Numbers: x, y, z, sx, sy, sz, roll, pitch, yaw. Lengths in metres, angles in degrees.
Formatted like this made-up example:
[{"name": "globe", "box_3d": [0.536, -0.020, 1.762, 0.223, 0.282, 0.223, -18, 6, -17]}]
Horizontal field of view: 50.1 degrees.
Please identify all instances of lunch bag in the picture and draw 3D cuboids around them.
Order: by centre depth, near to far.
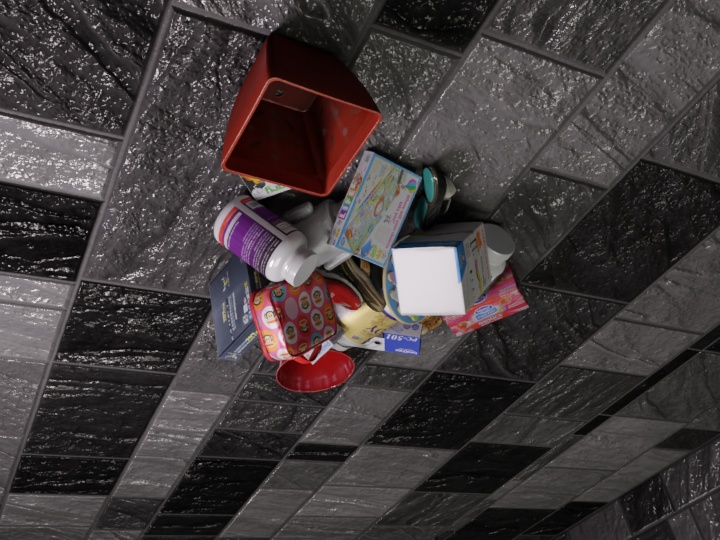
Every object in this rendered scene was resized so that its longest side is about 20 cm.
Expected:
[{"name": "lunch bag", "box_3d": [-0.128, 0.103, 1.575, 0.082, 0.176, 0.200, -16, -178, 32]}]

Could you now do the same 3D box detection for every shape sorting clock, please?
[{"name": "shape sorting clock", "box_3d": [0.116, 0.021, 1.721, 0.039, 0.200, 0.200, 2, 155, 37]}]

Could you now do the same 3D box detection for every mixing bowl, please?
[{"name": "mixing bowl", "box_3d": [-0.120, 0.214, 1.962, 0.200, 0.108, 0.200, -7, 142, -5]}]

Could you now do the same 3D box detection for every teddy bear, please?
[{"name": "teddy bear", "box_3d": [0.129, 0.104, 1.924, 0.145, 0.067, 0.200, -12, 142, 4]}]

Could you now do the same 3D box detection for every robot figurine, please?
[{"name": "robot figurine", "box_3d": [-0.089, -0.072, 1.598, 0.200, 0.113, 0.170, -29, 119, 21]}]

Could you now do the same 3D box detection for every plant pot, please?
[{"name": "plant pot", "box_3d": [-0.110, -0.271, 1.284, 0.200, 0.176, 0.200, 13, 135, -29]}]

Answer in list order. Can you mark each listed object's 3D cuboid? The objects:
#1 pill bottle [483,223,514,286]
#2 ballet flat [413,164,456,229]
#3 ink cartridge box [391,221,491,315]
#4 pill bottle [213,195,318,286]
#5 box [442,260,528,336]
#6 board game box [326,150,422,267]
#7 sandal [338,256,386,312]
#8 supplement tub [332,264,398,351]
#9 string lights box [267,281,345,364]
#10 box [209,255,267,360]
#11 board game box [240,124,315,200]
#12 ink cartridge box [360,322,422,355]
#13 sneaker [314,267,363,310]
[{"name": "pill bottle", "box_3d": [0.262, -0.009, 1.775, 0.116, 0.116, 0.200, 9, 137, -25]}, {"name": "ballet flat", "box_3d": [0.157, -0.158, 1.603, 0.068, 0.068, 0.200, -14, 154, -13]}, {"name": "ink cartridge box", "box_3d": [0.175, -0.007, 1.626, 0.145, 0.200, 0.147, -2, 107, 26]}, {"name": "pill bottle", "box_3d": [-0.184, -0.054, 1.515, 0.112, 0.200, 0.112, -48, 162, -21]}, {"name": "box", "box_3d": [0.299, 0.070, 1.903, 0.200, 0.096, 0.100, -24, 141, 15]}, {"name": "board game box", "box_3d": [0.029, -0.120, 1.536, 0.134, 0.034, 0.200, 22, 92, -36]}, {"name": "sandal", "box_3d": [0.000, 0.000, 1.686, 0.054, 0.200, 0.080, -36, 176, -19]}, {"name": "supplement tub", "box_3d": [0.005, 0.089, 1.805, 0.200, 0.145, 0.145, -35, 137, 27]}, {"name": "string lights box", "box_3d": [-0.141, 0.108, 1.758, 0.200, 0.059, 0.103, 45, 133, 1]}, {"name": "box", "box_3d": [-0.261, 0.070, 1.662, 0.051, 0.200, 0.158, 15, 136, -36]}, {"name": "board game box", "box_3d": [-0.135, -0.214, 1.467, 0.200, 0.035, 0.126, -19, 143, 8]}, {"name": "ink cartridge box", "box_3d": [0.053, 0.161, 1.941, 0.200, 0.044, 0.094, 7, 145, 7]}, {"name": "sneaker", "box_3d": [-0.092, 0.047, 1.706, 0.200, 0.085, 0.077, 25, 140, 11]}]
